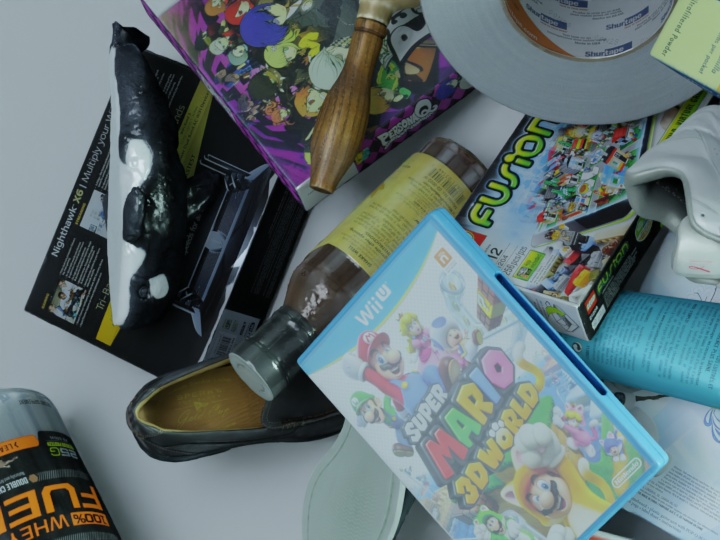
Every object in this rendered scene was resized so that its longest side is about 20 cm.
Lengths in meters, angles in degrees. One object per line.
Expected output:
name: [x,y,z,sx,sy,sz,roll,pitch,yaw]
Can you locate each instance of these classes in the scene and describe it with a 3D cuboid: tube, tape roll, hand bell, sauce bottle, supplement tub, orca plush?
tube: [0.184,0.044,1.634,0.199,0.050,0.078,11,74,31]
tape roll: [0.134,-0.184,1.628,0.200,0.200,0.066,-25,32,24]
hand bell: [0.003,-0.145,1.745,0.104,0.104,0.201,13,79,31]
sauce bottle: [0.000,0.000,1.741,0.200,0.065,0.065,-42,58,-18]
supplement tub: [-0.221,0.189,1.846,0.122,0.122,0.201,-39,64,18]
orca plush: [-0.129,-0.062,1.831,0.071,0.105,0.201,0,70,-15]

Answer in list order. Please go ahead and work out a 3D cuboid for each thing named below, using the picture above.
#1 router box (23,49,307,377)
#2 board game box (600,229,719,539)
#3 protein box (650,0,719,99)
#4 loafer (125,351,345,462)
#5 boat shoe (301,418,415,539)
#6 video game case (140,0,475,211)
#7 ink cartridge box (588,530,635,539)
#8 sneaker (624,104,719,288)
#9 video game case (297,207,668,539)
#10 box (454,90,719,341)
router box: [-0.122,-0.032,1.873,0.157,0.052,0.201,25,93,32]
board game box: [0.241,0.074,1.645,0.200,0.043,0.200,30,96,32]
protein box: [0.307,-0.114,1.553,0.198,0.200,0.135,32,96,31]
loafer: [-0.053,0.077,1.772,0.199,0.072,0.073,-20,82,2]
boat shoe: [0.019,0.111,1.731,0.075,0.060,0.201,33,116,32]
video game case: [-0.020,-0.163,1.815,0.181,0.036,0.200,-36,62,-6]
ink cartridge box: [0.117,0.254,1.666,0.162,0.050,0.201,10,82,41]
sneaker: [0.228,-0.011,1.581,0.200,0.099,0.078,38,145,37]
video game case: [0.069,0.082,1.643,0.200,0.018,0.143,48,122,10]
box: [0.137,-0.055,1.683,0.110,0.035,0.200,17,59,31]
